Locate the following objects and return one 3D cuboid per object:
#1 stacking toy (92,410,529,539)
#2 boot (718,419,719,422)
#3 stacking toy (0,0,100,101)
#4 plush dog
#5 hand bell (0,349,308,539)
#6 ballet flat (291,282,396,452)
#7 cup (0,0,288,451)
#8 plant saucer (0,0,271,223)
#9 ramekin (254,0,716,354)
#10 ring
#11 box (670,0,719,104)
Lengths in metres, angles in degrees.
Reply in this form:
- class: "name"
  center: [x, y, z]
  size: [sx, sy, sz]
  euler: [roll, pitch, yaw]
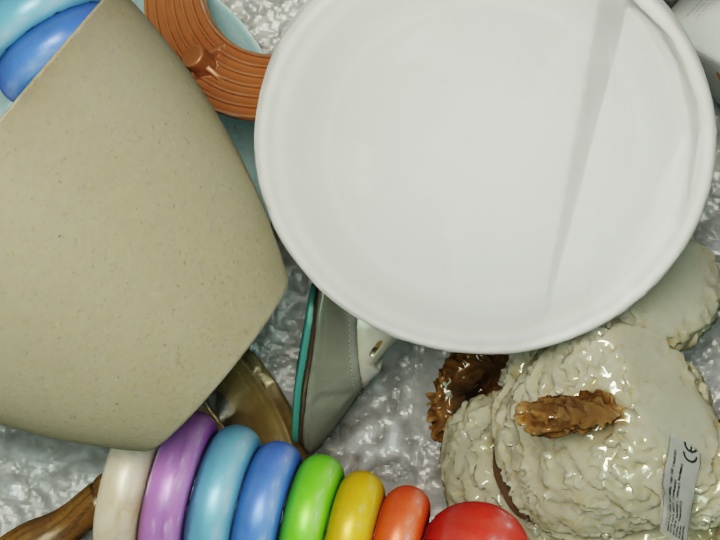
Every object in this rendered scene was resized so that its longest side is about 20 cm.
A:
- class: "stacking toy"
  center: [-0.019, 0.121, 1.020]
  size: [0.200, 0.085, 0.085]
  euler: [14, 88, 7]
- class: "boot"
  center: [0.202, 0.183, 1.095]
  size: [0.186, 0.064, 0.200]
  euler: [-41, 83, -2]
- class: "stacking toy"
  center: [-0.134, -0.087, 1.088]
  size: [0.085, 0.085, 0.200]
  euler: [-34, 83, 3]
- class: "plush dog"
  center: [0.104, 0.095, 1.058]
  size: [0.160, 0.172, 0.200]
  euler: [-12, 67, -37]
- class: "hand bell"
  center: [-0.135, 0.119, 1.137]
  size: [0.200, 0.104, 0.104]
  euler: [-37, 83, 16]
- class: "ballet flat"
  center: [0.000, 0.000, 1.091]
  size: [0.064, 0.067, 0.200]
  euler: [4, 107, 5]
- class: "cup"
  center: [-0.118, -0.003, 0.962]
  size: [0.143, 0.200, 0.200]
  euler: [40, 91, -8]
- class: "plant saucer"
  center: [-0.135, -0.063, 1.158]
  size: [0.201, 0.039, 0.201]
  euler: [0, 87, 7]
- class: "ramekin"
  center: [0.056, -0.070, 0.988]
  size: [0.202, 0.094, 0.203]
  euler: [1, 115, 2]
- class: "ring"
  center: [-0.027, -0.167, 1.085]
  size: [0.200, 0.019, 0.201]
  euler: [-14, 61, 27]
- class: "box"
  center: [0.251, -0.083, 1.020]
  size: [0.097, 0.200, 0.124]
  euler: [-47, 123, 1]
